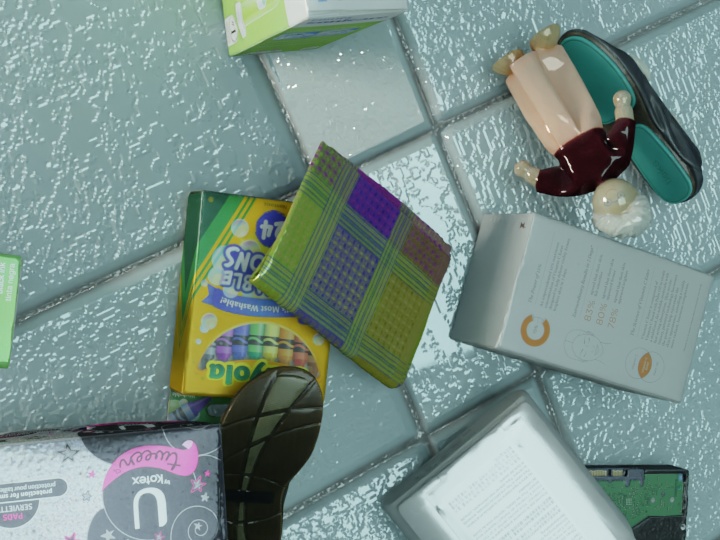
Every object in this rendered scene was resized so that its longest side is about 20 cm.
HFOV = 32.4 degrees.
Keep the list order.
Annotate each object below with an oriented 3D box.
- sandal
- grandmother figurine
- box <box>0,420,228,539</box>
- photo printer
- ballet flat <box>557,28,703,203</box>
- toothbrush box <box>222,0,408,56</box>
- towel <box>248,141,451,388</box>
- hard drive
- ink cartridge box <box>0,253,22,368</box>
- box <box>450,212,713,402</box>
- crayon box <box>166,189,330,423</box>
[{"bbox_3d":[-0.084,0.162,1.036,0.082,0.055,0.200,6,115,-10],"label":"sandal"},{"bbox_3d":[0.193,-0.114,1.109,0.121,0.061,0.200,-36,75,24],"label":"grandmother figurine"},{"bbox_3d":[-0.209,0.186,0.957,0.200,0.115,0.132,-3,86,-18],"label":"box"},{"bbox_3d":[0.143,0.233,1.110,0.166,0.069,0.200,-39,94,-6],"label":"photo printer"},{"bbox_3d":[0.259,-0.153,1.176,0.073,0.073,0.200,-42,99,-15],"label":"ballet flat"},{"bbox_3d":[-0.047,-0.256,0.976,0.086,0.200,0.146,-9,94,-21],"label":"toothbrush box"},{"bbox_3d":[0.000,0.000,1.052,0.200,0.023,0.144,38,68,-39],"label":"towel"},{"bbox_3d":[0.244,0.287,1.192,0.140,0.038,0.200,2,91,-22],"label":"hard drive"},{"bbox_3d":[-0.356,0.017,0.891,0.200,0.145,0.084,7,89,-22],"label":"ink cartridge box"},{"bbox_3d":[0.202,0.034,1.136,0.200,0.097,0.125,18,85,-21],"label":"box"},{"bbox_3d":[-0.089,0.039,1.047,0.126,0.052,0.200,6,90,-21],"label":"crayon box"}]
